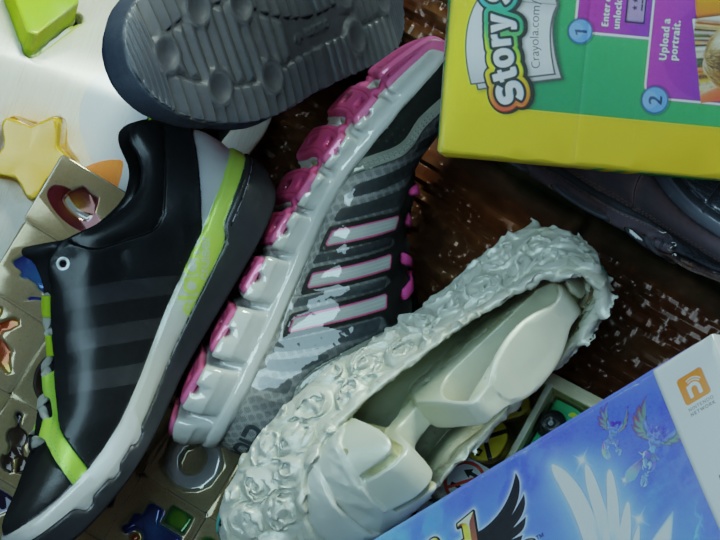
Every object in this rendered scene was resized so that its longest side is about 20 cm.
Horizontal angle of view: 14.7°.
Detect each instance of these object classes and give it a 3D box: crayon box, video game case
[{"bbox_3d":[0.122,-0.138,1.082,0.171,0.058,0.202,6,100,3],"label":"crayon box"},{"bbox_3d":[0.096,0.151,1.043,0.199,0.045,0.182,-33,64,24],"label":"video game case"}]

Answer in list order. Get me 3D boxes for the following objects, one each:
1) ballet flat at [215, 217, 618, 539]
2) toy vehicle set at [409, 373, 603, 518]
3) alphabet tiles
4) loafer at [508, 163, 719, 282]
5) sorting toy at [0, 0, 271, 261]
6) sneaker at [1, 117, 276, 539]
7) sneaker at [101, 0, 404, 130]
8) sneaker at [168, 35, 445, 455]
[{"bbox_3d":[0.024,0.055,1.113,0.200,0.072,0.072,-44,68,-8],"label":"ballet flat"},{"bbox_3d":[0.044,0.136,1.139,0.124,0.027,0.201,26,76,18],"label":"toy vehicle set"},{"bbox_3d":[-0.092,0.050,1.207,0.166,0.006,0.201,31,90,-2],"label":"alphabet tiles"},{"bbox_3d":[0.125,-0.042,1.165,0.199,0.063,0.072,34,51,20],"label":"loafer"},{"bbox_3d":[-0.138,-0.047,1.247,0.179,0.107,0.201,16,84,3],"label":"sorting toy"},{"bbox_3d":[-0.112,0.022,1.166,0.082,0.072,0.201,30,80,-11],"label":"sneaker"},{"bbox_3d":[-0.060,-0.094,1.169,0.082,0.200,0.071,-9,95,32],"label":"sneaker"},{"bbox_3d":[0.000,0.000,1.172,0.087,0.074,0.201,30,88,-11],"label":"sneaker"}]
